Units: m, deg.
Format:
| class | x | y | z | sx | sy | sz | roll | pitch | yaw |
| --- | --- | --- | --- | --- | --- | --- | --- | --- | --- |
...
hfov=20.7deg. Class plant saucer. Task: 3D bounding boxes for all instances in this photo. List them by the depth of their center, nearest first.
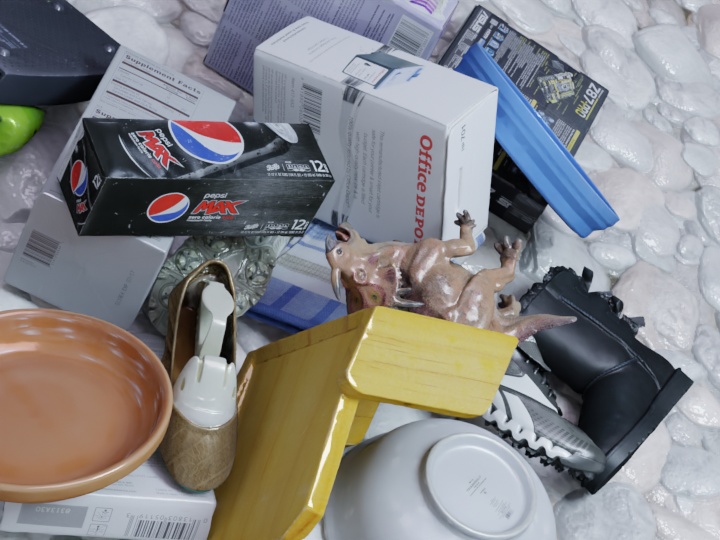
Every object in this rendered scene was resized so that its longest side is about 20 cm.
| class | x | y | z | sx | sy | sz | roll | pitch | yaw |
| --- | --- | --- | --- | --- | --- | --- | --- | --- | --- |
| plant saucer | -0.236 | 0.102 | 1.432 | 0.199 | 0.038 | 0.201 | 4 | 36 | -3 |

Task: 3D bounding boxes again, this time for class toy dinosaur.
| class | x | y | z | sx | sy | sz | roll | pitch | yaw |
| --- | --- | --- | --- | --- | --- | --- | --- | --- | --- |
| toy dinosaur | 0.063 | 0.027 | 1.571 | 0.200 | 0.086 | 0.136 | 31 | 45 | 5 |

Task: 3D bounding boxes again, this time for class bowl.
| class | x | y | z | sx | sy | sz | roll | pitch | yaw |
| --- | --- | --- | --- | --- | --- | --- | --- | --- | --- |
| bowl | 0.077 | 0.190 | 1.553 | 0.200 | 0.090 | 0.202 | 14 | 49 | -16 |
| bowl | 0.151 | -0.111 | 1.733 | 0.201 | 0.039 | 0.201 | 49 | 9 | -10 |

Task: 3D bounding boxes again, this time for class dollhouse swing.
| class | x | y | z | sx | sy | sz | roll | pitch | yaw |
| --- | --- | --- | --- | --- | --- | --- | --- | --- | --- |
| dollhouse swing | -0.004 | 0.136 | 1.487 | 0.181 | 0.200 | 0.177 | 13 | 71 | -29 |

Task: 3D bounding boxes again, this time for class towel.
| class | x | y | z | sx | sy | sz | roll | pitch | yaw |
| --- | --- | --- | --- | --- | --- | --- | --- | --- | --- |
| towel | 0.000 | 0.000 | 1.675 | 0.146 | 0.024 | 0.200 | 19 | 41 | 25 |

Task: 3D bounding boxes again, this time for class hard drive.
| class | x | y | z | sx | sy | sz | roll | pitch | yaw |
| --- | --- | --- | --- | --- | --- | --- | --- | --- | --- |
| hard drive | -0.283 | -0.189 | 1.656 | 0.135 | 0.042 | 0.200 | 39 | 23 | 18 |

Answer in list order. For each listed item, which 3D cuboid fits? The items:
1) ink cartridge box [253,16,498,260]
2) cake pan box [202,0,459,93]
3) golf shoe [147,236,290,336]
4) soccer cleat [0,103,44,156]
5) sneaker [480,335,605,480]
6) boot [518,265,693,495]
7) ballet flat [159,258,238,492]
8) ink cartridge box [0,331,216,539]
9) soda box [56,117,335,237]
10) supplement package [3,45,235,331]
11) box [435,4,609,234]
| class | x | y | z | sx | sy | sz | roll | pitch | yaw |
| --- | --- | --- | --- | --- | --- | --- | --- | --- | --- |
| ink cartridge box | 0.009 | -0.109 | 1.676 | 0.199 | 0.147 | 0.086 | 23 | 41 | 25 |
| cake pan box | -0.029 | -0.212 | 1.750 | 0.184 | 0.200 | 0.052 | 29 | 48 | 0 |
| golf shoe | -0.103 | -0.015 | 1.639 | 0.078 | 0.097 | 0.200 | 45 | 70 | -4 |
| soccer cleat | -0.355 | -0.160 | 1.641 | 0.200 | 0.068 | 0.081 | 34 | 22 | 7 |
| sneaker | 0.128 | 0.092 | 1.628 | 0.200 | 0.066 | 0.091 | 33 | 87 | 23 |
| boot | 0.189 | 0.088 | 1.706 | 0.162 | 0.073 | 0.198 | 42 | 40 | 6 |
| ballet flat | -0.117 | 0.069 | 1.491 | 0.068 | 0.072 | 0.201 | 14 | 45 | -14 |
| ink cartridge box | -0.206 | 0.121 | 1.507 | 0.160 | 0.050 | 0.200 | 7 | 33 | -22 |
| soda box | -0.124 | -0.071 | 1.511 | 0.199 | 0.071 | 0.063 | -1 | 50 | -33 |
| supplement package | -0.193 | -0.067 | 1.603 | 0.109 | 0.114 | 0.200 | 26 | 42 | -7 |
| box | 0.134 | -0.148 | 1.886 | 0.161 | 0.049 | 0.200 | 31 | 47 | 1 |
